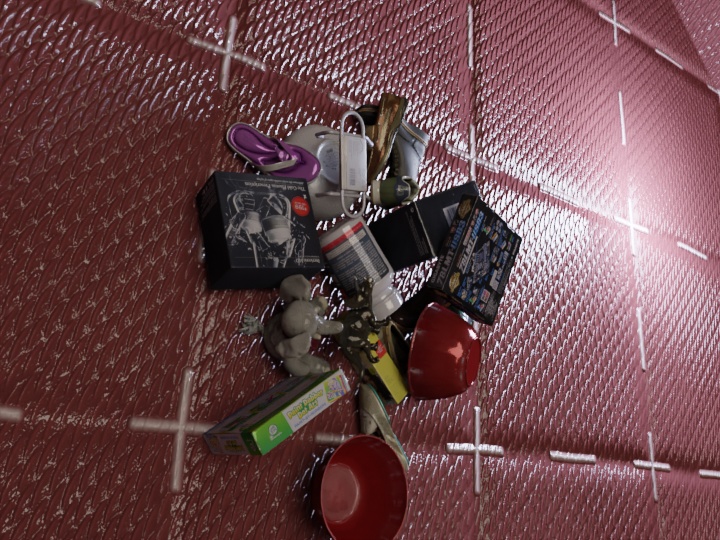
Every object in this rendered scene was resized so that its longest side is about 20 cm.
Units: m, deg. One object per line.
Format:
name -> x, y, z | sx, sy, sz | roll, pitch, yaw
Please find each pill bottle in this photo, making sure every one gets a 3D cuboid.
pill bottle -> 0.000, 0.000, 1.385 | 0.119, 0.118, 0.203 | -38, 100, -37

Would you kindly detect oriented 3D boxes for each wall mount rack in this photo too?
wall mount rack -> -0.014, -0.204, 1.355 | 0.170, 0.073, 0.207 | 0, 91, -43

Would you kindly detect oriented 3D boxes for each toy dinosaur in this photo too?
toy dinosaur -> -0.004, 0.118, 1.301 | 0.100, 0.077, 0.206 | 22, 72, -15

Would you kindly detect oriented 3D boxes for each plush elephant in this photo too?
plush elephant -> -0.106, 0.104, 1.254 | 0.196, 0.153, 0.170 | 15, 69, -33

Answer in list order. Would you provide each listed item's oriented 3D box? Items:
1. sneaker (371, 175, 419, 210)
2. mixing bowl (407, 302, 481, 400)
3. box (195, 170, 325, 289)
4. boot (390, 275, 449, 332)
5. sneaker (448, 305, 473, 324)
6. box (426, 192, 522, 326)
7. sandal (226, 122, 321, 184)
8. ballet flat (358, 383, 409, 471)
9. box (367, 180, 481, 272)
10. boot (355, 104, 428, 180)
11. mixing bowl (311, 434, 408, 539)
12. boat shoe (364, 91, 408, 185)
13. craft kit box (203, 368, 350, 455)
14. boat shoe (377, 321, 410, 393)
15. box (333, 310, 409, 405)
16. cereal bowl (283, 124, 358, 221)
sneaker -> 0.085, -0.164, 1.454 | 0.200, 0.087, 0.070 | -19, 107, -74
mixing bowl -> 0.182, 0.176, 1.398 | 0.199, 0.105, 0.207 | -31, 126, -57
box -> -0.184, -0.071, 1.261 | 0.195, 0.104, 0.188 | -1, 69, -37
boot -> 0.145, 0.037, 1.460 | 0.072, 0.170, 0.197 | 37, 31, 30
sneaker -> 0.234, 0.129, 1.557 | 0.086, 0.073, 0.206 | 21, 66, -37
box -> 0.236, -0.019, 1.381 | 0.197, 0.049, 0.205 | 31, 77, -42
sandal -> -0.170, -0.222, 1.321 | 0.197, 0.050, 0.085 | 22, 85, -2
ballet flat -> 0.036, 0.326, 1.359 | 0.061, 0.067, 0.204 | -29, 95, -28
box -> 0.139, -0.087, 1.462 | 0.197, 0.196, 0.127 | -22, 89, -38
boot -> 0.066, -0.274, 1.545 | 0.196, 0.077, 0.143 | 20, 74, -26
mixing bowl -> -0.018, 0.412, 1.265 | 0.196, 0.107, 0.207 | 11, 71, -35
boat shoe -> 0.037, -0.288, 1.482 | 0.072, 0.076, 0.205 | 22, 89, -6
craft kit box -> -0.144, 0.241, 1.163 | 0.198, 0.196, 0.050 | -31, 94, -37
boat shoe -> 0.089, 0.183, 1.424 | 0.074, 0.062, 0.203 | -51, 119, -36
box -> 0.017, 0.176, 1.379 | 0.050, 0.075, 0.203 | -37, 99, -37
cereal bowl -> -0.074, -0.209, 1.411 | 0.195, 0.082, 0.207 | 10, 72, -34
